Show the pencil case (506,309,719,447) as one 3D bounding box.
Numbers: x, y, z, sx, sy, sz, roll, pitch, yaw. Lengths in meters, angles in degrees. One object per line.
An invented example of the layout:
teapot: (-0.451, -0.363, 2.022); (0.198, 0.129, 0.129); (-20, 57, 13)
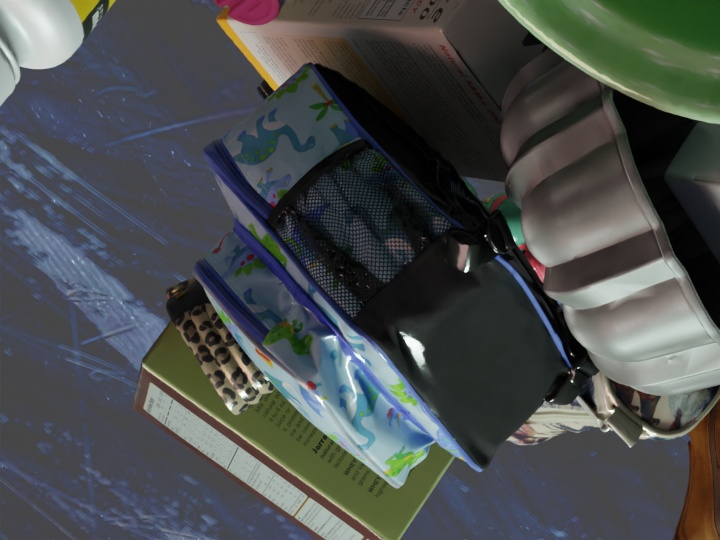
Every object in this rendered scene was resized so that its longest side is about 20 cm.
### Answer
pencil case: (0.129, 0.061, 1.344); (0.078, 0.089, 0.200); (56, 159, -8)

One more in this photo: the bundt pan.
bundt pan: (0.131, -0.026, 1.150); (0.075, 0.203, 0.202); (-23, 129, 19)

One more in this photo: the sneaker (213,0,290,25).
sneaker: (-0.070, -0.230, 1.199); (0.201, 0.088, 0.081); (61, 153, -3)

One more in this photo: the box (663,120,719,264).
box: (0.267, -0.012, 1.106); (0.152, 0.107, 0.200); (12, 149, 47)

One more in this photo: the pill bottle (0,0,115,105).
pill bottle: (-0.181, -0.184, 1.290); (0.111, 0.200, 0.111); (30, 159, 13)

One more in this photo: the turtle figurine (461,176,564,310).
turtle figurine: (0.088, -0.030, 1.360); (0.150, 0.101, 0.200); (41, 167, 1)

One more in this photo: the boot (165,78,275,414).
boot: (-0.055, -0.020, 1.433); (0.201, 0.150, 0.073); (59, -173, 27)

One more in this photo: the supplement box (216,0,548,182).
supplement box: (0.031, -0.120, 1.281); (0.199, 0.074, 0.126); (11, 149, 49)

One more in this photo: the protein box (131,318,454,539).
protein box: (-0.015, 0.057, 1.541); (0.199, 0.199, 0.135); (35, 163, 1)

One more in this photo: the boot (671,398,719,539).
boot: (0.191, 0.101, 1.342); (0.188, 0.068, 0.201); (132, 126, -60)

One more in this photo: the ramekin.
ramekin: (0.138, -0.165, 0.991); (0.199, 0.098, 0.200); (30, 158, 14)

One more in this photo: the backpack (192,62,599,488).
backpack: (0.000, 0.000, 1.209); (0.200, 0.147, 0.183); (52, -178, 37)
